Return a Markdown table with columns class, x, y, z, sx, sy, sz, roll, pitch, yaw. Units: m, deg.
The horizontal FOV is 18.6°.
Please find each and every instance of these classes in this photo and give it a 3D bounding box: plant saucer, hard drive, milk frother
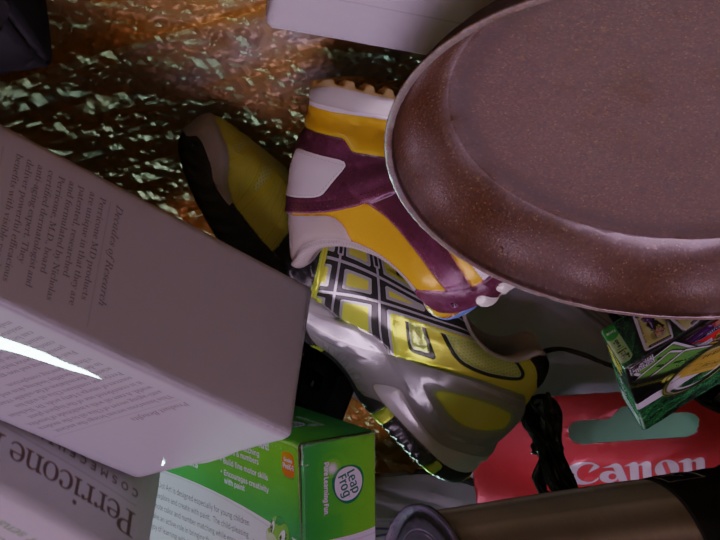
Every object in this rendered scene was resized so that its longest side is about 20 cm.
| class | x | y | z | sx | sy | sz | roll | pitch | yaw |
| --- | --- | --- | --- | --- | --- | --- | --- | --- | --- |
| plant saucer | 0.108 | -0.046 | 0.742 | 0.199 | 0.032 | 0.200 | 5 | 150 | 3 |
| hard drive | 0.087 | 0.061 | 1.068 | 0.132 | 0.026 | 0.200 | -28 | 129 | 35 |
| milk frother | 0.118 | 0.195 | 0.933 | 0.187 | 0.201 | 0.181 | -6 | 149 | -21 |

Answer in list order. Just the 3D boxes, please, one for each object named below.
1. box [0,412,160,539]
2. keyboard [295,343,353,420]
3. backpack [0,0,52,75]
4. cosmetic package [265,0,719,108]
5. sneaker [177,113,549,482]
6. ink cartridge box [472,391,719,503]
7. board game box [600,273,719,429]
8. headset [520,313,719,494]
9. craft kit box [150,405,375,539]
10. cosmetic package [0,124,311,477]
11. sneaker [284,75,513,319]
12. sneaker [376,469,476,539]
| class | x | y | z | sx | sy | sz | roll | pitch | yaw |
| --- | --- | --- | --- | --- | --- | --- | --- | --- | --- |
| box | -0.219 | 0.060 | 0.990 | 0.199 | 0.172 | 0.200 | 35 | 133 | -31 |
| keyboard | -0.056 | 0.112 | 1.064 | 0.104 | 0.040 | 0.201 | 32 | 125 | 19 |
| backpack | -0.241 | -0.118 | 0.813 | 0.199 | 0.154 | 0.163 | -28 | 140 | 6 |
| cosmetic package | 0.084 | -0.167 | 0.710 | 0.198 | 0.123 | 0.200 | 9 | 143 | -5 |
| sneaker | 0.000 | 0.000 | 0.965 | 0.076 | 0.075 | 0.200 | -42 | 106 | 5 |
| ink cartridge box | 0.137 | 0.147 | 1.061 | 0.160 | 0.050 | 0.201 | -5 | 128 | 5 |
| board game box | 0.189 | -0.007 | 0.876 | 0.200 | 0.024 | 0.105 | -32 | 162 | 1 |
| headset | 0.154 | 0.027 | 0.963 | 0.200 | 0.094 | 0.123 | -31 | 129 | 23 |
| craft kit box | -0.062 | 0.154 | 1.017 | 0.048 | 0.198 | 0.200 | -9 | -168 | -32 |
| cosmetic package | -0.127 | 0.010 | 0.869 | 0.101 | 0.072 | 0.200 | -18 | 144 | 43 |
| sneaker | 0.067 | -0.019 | 0.892 | 0.199 | 0.075 | 0.091 | 15 | 101 | 16 |
| sneaker | -0.023 | 0.137 | 1.119 | 0.199 | 0.087 | 0.075 | 10 | 150 | 10 |
